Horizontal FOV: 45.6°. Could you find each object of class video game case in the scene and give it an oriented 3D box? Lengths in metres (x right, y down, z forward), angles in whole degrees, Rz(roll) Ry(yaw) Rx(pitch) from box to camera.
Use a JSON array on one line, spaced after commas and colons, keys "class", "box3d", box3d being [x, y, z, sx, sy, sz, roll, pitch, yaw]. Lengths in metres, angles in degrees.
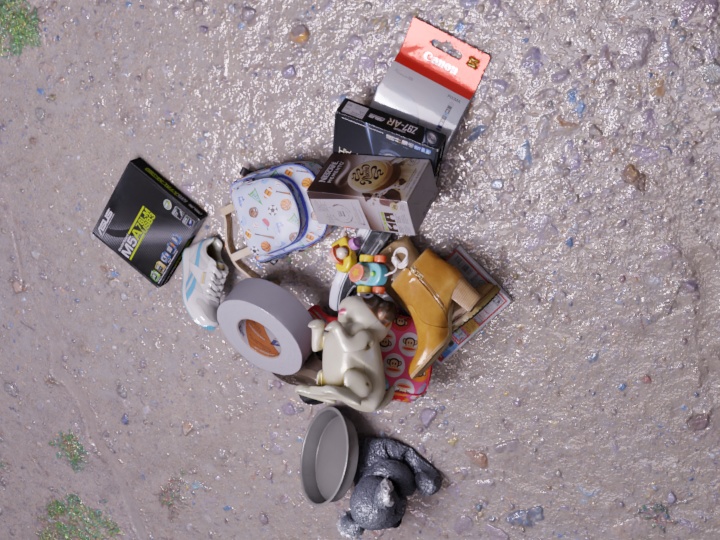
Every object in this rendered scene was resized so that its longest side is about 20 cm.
[{"class": "video game case", "box3d": [0.172, 0.069, 1.639, 0.143, 0.017, 0.200, 45, 117, 1]}]

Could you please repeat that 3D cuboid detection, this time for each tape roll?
[{"class": "tape roll", "box3d": [-0.181, 0.111, 1.669, 0.198, 0.066, 0.202, 22, 140, 20]}]

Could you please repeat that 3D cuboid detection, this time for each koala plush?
[{"class": "koala plush", "box3d": [0.035, 0.449, 1.718, 0.184, 0.200, 0.177, 46, 117, 0]}]

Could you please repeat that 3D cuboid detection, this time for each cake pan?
[{"class": "cake pan", "box3d": [-0.064, 0.382, 1.757, 0.036, 0.201, 0.202, 15, 120, -29]}]

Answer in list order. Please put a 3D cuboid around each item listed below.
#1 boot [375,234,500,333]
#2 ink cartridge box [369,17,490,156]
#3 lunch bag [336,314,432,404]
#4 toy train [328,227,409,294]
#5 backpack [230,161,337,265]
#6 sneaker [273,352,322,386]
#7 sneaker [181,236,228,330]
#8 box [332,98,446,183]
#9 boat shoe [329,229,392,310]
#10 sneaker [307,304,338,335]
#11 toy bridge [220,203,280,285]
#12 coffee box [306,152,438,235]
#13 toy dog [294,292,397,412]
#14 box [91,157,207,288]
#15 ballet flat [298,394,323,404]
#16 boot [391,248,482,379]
[{"class": "boot", "box3d": [0.134, 0.016, 1.578, 0.174, 0.066, 0.201, -38, 82, -3]}, {"class": "ink cartridge box", "box3d": [0.116, -0.317, 1.511, 0.159, 0.047, 0.202, 29, 117, 8]}, {"class": "lunch bag", "box3d": [0.039, 0.170, 1.607, 0.197, 0.082, 0.179, 12, 72, -2]}, {"class": "toy train", "box3d": [-0.003, -0.050, 1.561, 0.200, 0.055, 0.151, 52, 120, 35]}, {"class": "backpack", "box3d": [-0.140, -0.119, 1.623, 0.188, 0.154, 0.202, -18, 100, 16]}, {"class": "sneaker", "box3d": [-0.122, 0.193, 1.766, 0.198, 0.076, 0.071, 19, 142, 38]}, {"class": "sneaker", "box3d": [-0.309, 0.024, 1.723, 0.080, 0.076, 0.202, -27, 59, 24]}, {"class": "box", "box3d": [0.046, -0.205, 1.539, 0.198, 0.044, 0.161, 23, 143, 11]}, {"class": "boat shoe", "box3d": [0.000, 0.000, 1.648, 0.070, 0.072, 0.202, 28, 114, 11]}, {"class": "sneaker", "box3d": [-0.024, 0.128, 1.700, 0.198, 0.086, 0.077, 27, 156, 1]}, {"class": "toy bridge", "box3d": [-0.235, -0.038, 1.747, 0.067, 0.027, 0.202, -21, 100, 27]}, {"class": "coffee box", "box3d": [0.021, -0.137, 1.503, 0.198, 0.114, 0.080, 8, 139, 28]}, {"class": "toy dog", "box3d": [-0.001, 0.137, 1.507, 0.192, 0.139, 0.203, 19, 75, -20]}, {"class": "box", "box3d": [-0.443, -0.098, 1.793, 0.192, 0.048, 0.201, 39, 116, 2]}, {"class": "ballet flat", "box3d": [-0.038, 0.226, 1.763, 0.198, 0.057, 0.067, -20, 72, 20]}, {"class": "boot", "box3d": [0.107, 0.075, 1.526, 0.143, 0.071, 0.202, 38, 93, 15]}]
